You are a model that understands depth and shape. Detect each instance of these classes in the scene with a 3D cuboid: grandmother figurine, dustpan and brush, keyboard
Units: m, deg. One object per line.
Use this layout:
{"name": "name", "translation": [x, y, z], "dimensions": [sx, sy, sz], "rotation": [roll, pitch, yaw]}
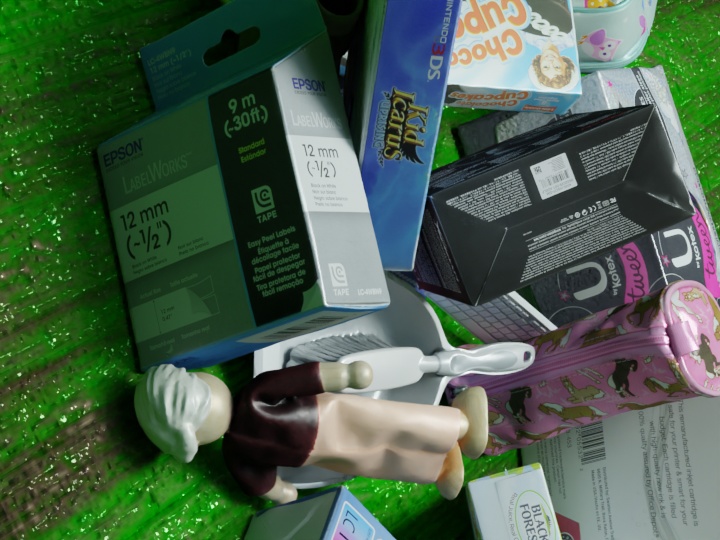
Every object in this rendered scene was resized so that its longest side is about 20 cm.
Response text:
{"name": "grandmother figurine", "translation": [-0.033, 0.090, 1.041], "dimensions": [0.200, 0.121, 0.061], "rotation": [11, 29, -22]}
{"name": "dustpan and brush", "translation": [0.026, 0.057, 1.127], "dimensions": [0.200, 0.057, 0.140], "rotation": [-4, 97, -46]}
{"name": "keyboard", "translation": [0.122, 0.056, 1.287], "dimensions": [0.200, 0.056, 0.011], "rotation": [39, 45, -41]}

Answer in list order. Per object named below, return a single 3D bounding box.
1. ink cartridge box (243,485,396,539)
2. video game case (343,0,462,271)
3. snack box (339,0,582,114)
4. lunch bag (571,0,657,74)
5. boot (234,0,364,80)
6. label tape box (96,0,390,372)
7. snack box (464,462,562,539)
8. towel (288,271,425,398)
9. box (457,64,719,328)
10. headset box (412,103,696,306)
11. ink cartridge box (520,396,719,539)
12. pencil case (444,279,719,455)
{"name": "ink cartridge box", "translation": [0.005, 0.241, 1.053], "dimensions": [0.200, 0.076, 0.137], "rotation": [49, 41, -28]}
{"name": "video game case", "translation": [0.022, -0.133, 1.061], "dimensions": [0.045, 0.200, 0.181], "rotation": [5, 42, -6]}
{"name": "snack box", "translation": [0.048, -0.170, 1.242], "dimensions": [0.200, 0.037, 0.116], "rotation": [2, 68, -16]}
{"name": "lunch bag", "translation": [0.146, -0.235, 1.384], "dimensions": [0.077, 0.160, 0.200], "rotation": [72, 26, -44]}
{"name": "boot", "translation": [-0.035, -0.123, 1.100], "dimensions": [0.070, 0.146, 0.200], "rotation": [-7, 72, -24]}
{"name": "label tape box", "translation": [-0.075, -0.056, 1.027], "dimensions": [0.066, 0.143, 0.200], "rotation": [-4, 77, -52]}
{"name": "snack box", "translation": [0.113, 0.226, 1.156], "dimensions": [0.142, 0.053, 0.200], "rotation": [83, -7, -82]}
{"name": "towel", "translation": [0.000, 0.000, 1.198], "dimensions": [0.145, 0.024, 0.200], "rotation": [32, 51, -41]}
{"name": "box", "translation": [0.178, -0.037, 1.347], "dimensions": [0.115, 0.132, 0.200], "rotation": [-14, 85, -55]}
{"name": "headset box", "translation": [0.105, -0.043, 1.164], "dimensions": [0.200, 0.149, 0.077], "rotation": [-170, -122, -81]}
{"name": "ink cartridge box", "translation": [0.216, 0.146, 1.257], "dimensions": [0.084, 0.200, 0.145], "rotation": [17, 61, -47]}
{"name": "pencil case", "translation": [0.149, 0.065, 1.208], "dimensions": [0.083, 0.200, 0.087], "rotation": [55, 40, -20]}
